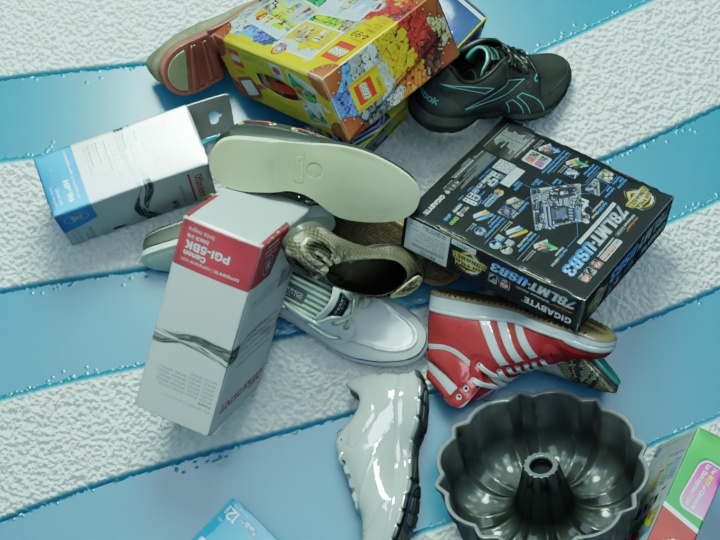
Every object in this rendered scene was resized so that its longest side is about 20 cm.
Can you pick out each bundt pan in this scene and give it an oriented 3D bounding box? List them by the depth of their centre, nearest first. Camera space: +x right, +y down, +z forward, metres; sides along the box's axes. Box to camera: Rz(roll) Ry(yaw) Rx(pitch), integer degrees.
[{"bbox_3d":[0.173,0.208,1.448,0.201,0.076,0.202,-6,40,5],"label":"bundt pan"}]

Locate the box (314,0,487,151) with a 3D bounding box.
[{"bbox_3d":[0.041,-0.202,1.581,0.064,0.070,0.200,41,79,6],"label":"box"}]

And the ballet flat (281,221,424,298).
[{"bbox_3d":[0.000,0.000,1.445,0.067,0.200,0.046,-45,57,17],"label":"ballet flat"}]

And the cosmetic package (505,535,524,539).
[{"bbox_3d":[0.111,0.308,1.470,0.199,0.051,0.083,-14,79,-5],"label":"cosmetic package"}]

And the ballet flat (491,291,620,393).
[{"bbox_3d":[0.182,0.051,1.534,0.075,0.068,0.200,-33,73,14],"label":"ballet flat"}]

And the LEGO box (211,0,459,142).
[{"bbox_3d":[-0.026,-0.220,1.499,0.149,0.077,0.200,-39,38,-19],"label":"LEGO box"}]

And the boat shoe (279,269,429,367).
[{"bbox_3d":[-0.026,0.041,1.523,0.200,0.067,0.074,19,77,3],"label":"boat shoe"}]

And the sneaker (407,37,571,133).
[{"bbox_3d":[0.143,-0.194,1.547,0.200,0.079,0.075,-19,55,-33],"label":"sneaker"}]

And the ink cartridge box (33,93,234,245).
[{"bbox_3d":[-0.212,-0.100,1.528,0.200,0.116,0.068,-20,78,-5],"label":"ink cartridge box"}]

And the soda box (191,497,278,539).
[{"bbox_3d":[-0.070,0.310,1.458,0.200,0.068,0.064,44,80,9],"label":"soda box"}]

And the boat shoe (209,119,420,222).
[{"bbox_3d":[-0.040,-0.098,1.449,0.201,0.063,0.074,12,117,2],"label":"boat shoe"}]

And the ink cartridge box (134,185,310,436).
[{"bbox_3d":[-0.129,0.033,1.440,0.083,0.147,0.200,21,111,9],"label":"ink cartridge box"}]

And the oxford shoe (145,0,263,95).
[{"bbox_3d":[-0.132,-0.247,1.591,0.200,0.075,0.071,-24,120,-24],"label":"oxford shoe"}]

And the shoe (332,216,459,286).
[{"bbox_3d":[0.020,-0.048,1.559,0.200,0.053,0.070,33,112,10],"label":"shoe"}]

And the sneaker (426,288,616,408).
[{"bbox_3d":[0.150,0.089,1.480,0.200,0.071,0.113,13,99,34],"label":"sneaker"}]

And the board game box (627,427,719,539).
[{"bbox_3d":[0.275,0.252,1.436,0.040,0.153,0.200,27,78,3],"label":"board game box"}]

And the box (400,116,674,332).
[{"bbox_3d":[0.174,-0.050,1.490,0.198,0.050,0.200,28,47,20],"label":"box"}]

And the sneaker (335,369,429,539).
[{"bbox_3d":[0.017,0.194,1.495,0.087,0.075,0.201,3,69,12],"label":"sneaker"}]

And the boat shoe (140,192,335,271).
[{"bbox_3d":[-0.126,-0.048,1.536,0.201,0.072,0.060,-14,67,9],"label":"boat shoe"}]
